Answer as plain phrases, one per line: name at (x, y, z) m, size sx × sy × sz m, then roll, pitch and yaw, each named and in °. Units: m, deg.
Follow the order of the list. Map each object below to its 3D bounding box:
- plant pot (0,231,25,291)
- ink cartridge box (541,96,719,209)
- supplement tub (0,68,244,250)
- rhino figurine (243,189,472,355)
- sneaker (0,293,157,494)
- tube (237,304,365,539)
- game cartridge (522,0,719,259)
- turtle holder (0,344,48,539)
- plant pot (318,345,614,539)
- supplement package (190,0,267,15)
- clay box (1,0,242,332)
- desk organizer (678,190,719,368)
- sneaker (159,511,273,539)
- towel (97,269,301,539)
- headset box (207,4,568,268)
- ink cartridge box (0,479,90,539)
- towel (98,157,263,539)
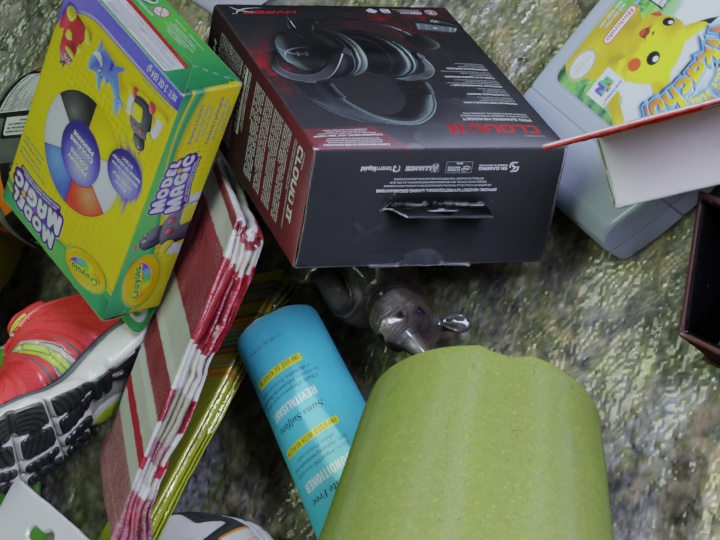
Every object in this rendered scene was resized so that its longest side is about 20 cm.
plant pot at (-0.337, -0.044, 1.552) m, size 0.195 × 0.195 × 0.200 m, roll -13°, pitch 16°, yaw 37°
ink cartridge box at (0.207, -0.071, 1.100) m, size 0.200 × 0.174 × 0.044 m, roll -14°, pitch 93°, yaw 25°
supplement tub at (-0.158, -0.073, 1.476) m, size 0.200 × 0.122 × 0.123 m, roll -2°, pitch 66°, yaw 42°
rhino figurine at (0.000, 0.000, 1.320) m, size 0.060 × 0.087 × 0.200 m, roll -49°, pitch 44°, yaw 6°
sneaker at (-0.194, 0.064, 1.412) m, size 0.085 × 0.077 × 0.200 m, roll 37°, pitch 52°, yaw 25°
tube at (-0.008, 0.113, 1.290) m, size 0.077 × 0.050 × 0.200 m, roll -41°, pitch 61°, yaw 26°
game cartridge at (0.173, -0.110, 1.267) m, size 0.200 × 0.040 × 0.133 m, roll -51°, pitch 48°, yaw 7°
turtle holder at (-0.274, 0.120, 1.463) m, size 0.132 × 0.141 × 0.186 m, roll 27°, pitch 97°, yaw 63°
plant pot at (0.053, 0.147, 1.144) m, size 0.200 × 0.200 × 0.190 m, roll -21°, pitch 42°, yaw 32°
supplement package at (-0.097, -0.287, 1.543) m, size 0.117 × 0.117 × 0.200 m, roll -32°, pitch 50°, yaw 25°
clay box at (-0.145, -0.063, 1.339) m, size 0.115 × 0.048 × 0.200 m, roll 48°, pitch 133°, yaw 28°
desk organizer at (0.233, 0.035, 1.102) m, size 0.200 × 0.077 × 0.072 m, roll 29°, pitch 88°, yaw 46°
sneaker at (-0.077, 0.180, 1.292) m, size 0.200 × 0.080 × 0.074 m, roll 27°, pitch 89°, yaw 53°
towel at (-0.100, 0.090, 1.374) m, size 0.200 × 0.018 × 0.086 m, roll -62°, pitch 17°, yaw -15°
headset box at (0.011, -0.073, 1.279) m, size 0.200 × 0.148 × 0.077 m, roll -124°, pitch 38°, yaw -54°
ink cartridge box at (-0.199, 0.239, 1.368) m, size 0.116 × 0.067 × 0.200 m, roll 31°, pitch 95°, yaw 46°
towel at (-0.104, 0.045, 1.325) m, size 0.144 × 0.023 × 0.200 m, roll -119°, pitch 49°, yaw -70°
